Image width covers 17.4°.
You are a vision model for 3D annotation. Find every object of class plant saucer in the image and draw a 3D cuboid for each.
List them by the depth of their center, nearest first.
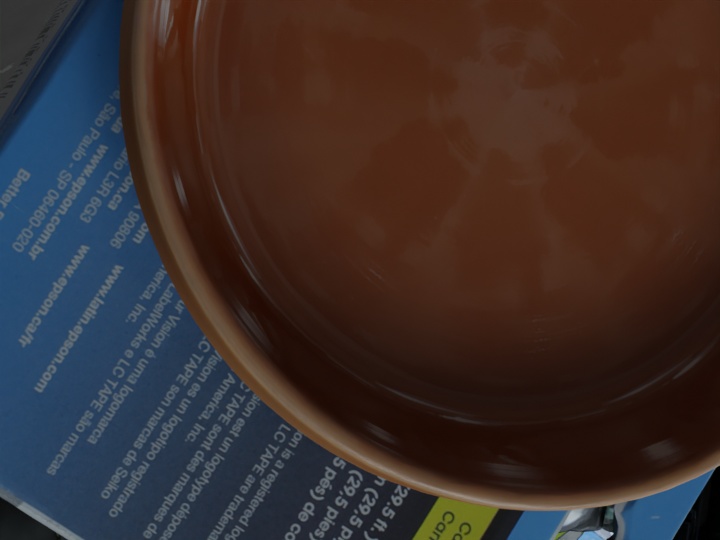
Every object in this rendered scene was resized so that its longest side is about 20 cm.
[{"bbox_3d":[0.039,-0.044,0.560,0.200,0.200,0.032,-11,180,-20],"label":"plant saucer"}]

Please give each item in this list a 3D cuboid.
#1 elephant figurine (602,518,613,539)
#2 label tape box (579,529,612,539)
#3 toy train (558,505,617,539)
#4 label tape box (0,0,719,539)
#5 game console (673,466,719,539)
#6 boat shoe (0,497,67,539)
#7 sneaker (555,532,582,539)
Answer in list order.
[{"bbox_3d":[0.135,0.128,0.913,0.155,0.142,0.200,-44,178,18],"label":"elephant figurine"},{"bbox_3d":[0.062,0.148,1.171,0.144,0.063,0.200,-24,157,10],"label":"label tape box"},{"bbox_3d":[0.055,0.019,0.728,0.085,0.114,0.200,4,-173,3],"label":"toy train"},{"bbox_3d":[-0.013,0.020,0.594,0.143,0.200,0.066,-57,-163,-7],"label":"label tape box"},{"bbox_3d":[0.166,0.006,0.722,0.116,0.200,0.176,7,178,39],"label":"game console"},{"bbox_3d":[-0.089,0.083,0.711,0.068,0.072,0.200,-15,170,-7],"label":"boat shoe"},{"bbox_3d":[0.007,0.077,0.849,0.200,0.074,0.081,-20,126,-22],"label":"sneaker"}]
